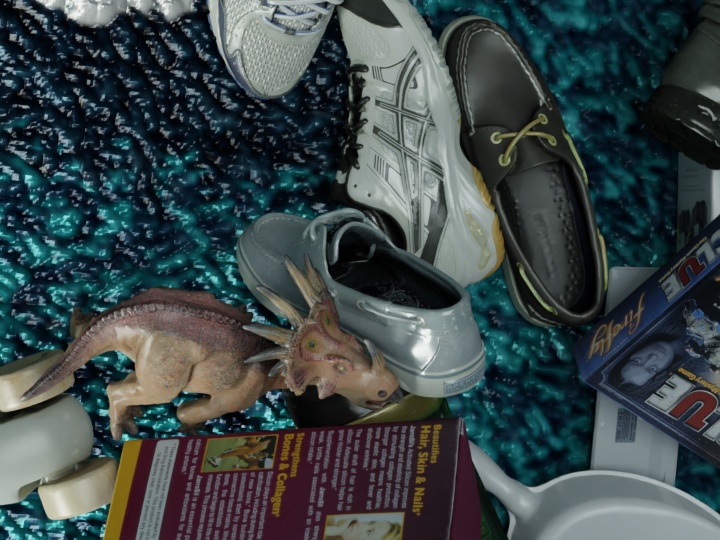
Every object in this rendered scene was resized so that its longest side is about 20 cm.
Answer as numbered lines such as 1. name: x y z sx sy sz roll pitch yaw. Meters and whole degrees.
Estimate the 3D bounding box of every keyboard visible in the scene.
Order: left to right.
1. keyboard: 0.173 0.096 1.693 0.056 0.011 0.201 2 103 -9

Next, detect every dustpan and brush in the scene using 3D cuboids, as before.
1. dustpan and brush: 0.123 0.162 1.679 0.200 0.057 0.140 36 99 -14

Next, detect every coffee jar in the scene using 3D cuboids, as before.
1. coffee jar: 0.027 0.133 1.627 0.085 0.104 0.201 -26 96 -15

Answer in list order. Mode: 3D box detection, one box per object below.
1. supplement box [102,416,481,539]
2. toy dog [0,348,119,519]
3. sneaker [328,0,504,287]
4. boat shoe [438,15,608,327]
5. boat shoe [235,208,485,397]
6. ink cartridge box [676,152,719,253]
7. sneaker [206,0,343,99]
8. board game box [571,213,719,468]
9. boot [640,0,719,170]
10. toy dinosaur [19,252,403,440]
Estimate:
1. supplement box: -0.037 0.154 1.519 0.199 0.111 0.086 -4 130 10
2. toy dog: -0.234 0.110 1.581 0.199 0.096 0.132 0 94 0
3. sneaker: 0.016 -0.077 1.635 0.087 0.076 0.201 -22 95 -12
4. boat shoe: 0.104 -0.062 1.665 0.072 0.061 0.202 -22 96 -14
5. boat shoe: 0.000 0.001 1.574 0.070 0.201 0.072 -27 130 -31
6. ink cartridge box: 0.261 -0.010 1.702 0.115 0.068 0.201 0 91 -13
7. sneaker: -0.034 -0.185 1.587 0.077 0.085 0.201 5 118 -22
8. board game box: 0.245 0.058 1.652 0.200 0.035 0.135 31 117 -32
9. boot: 0.276 -0.100 1.640 0.200 0.068 0.131 33 77 -12
10. toy dinosaur: -0.087 0.039 1.523 0.199 0.135 0.086 4 71 -27
